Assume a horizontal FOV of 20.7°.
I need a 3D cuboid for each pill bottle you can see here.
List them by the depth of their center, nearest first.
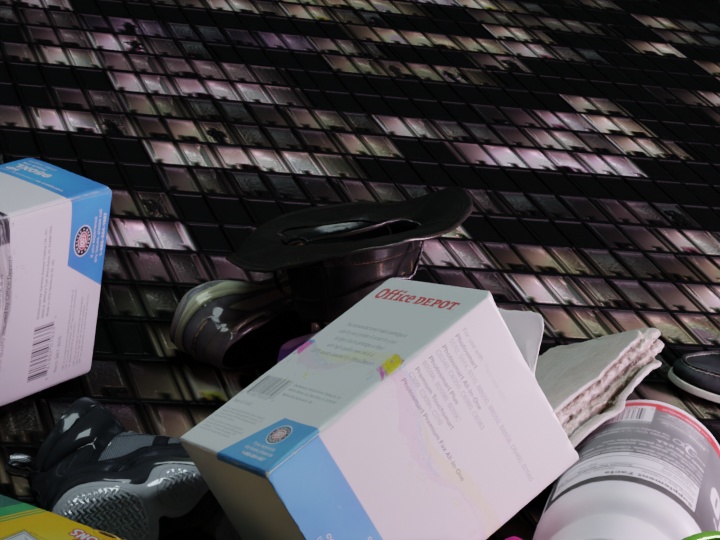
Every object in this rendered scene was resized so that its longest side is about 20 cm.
[{"bbox_3d":[0.170,0.170,1.253,0.114,0.114,0.200,15,22,10],"label":"pill bottle"}]

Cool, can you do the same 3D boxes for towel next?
[{"bbox_3d":[0.110,0.106,1.328,0.200,0.035,0.132,-36,8,-29],"label":"towel"}]

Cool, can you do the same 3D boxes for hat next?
[{"bbox_3d":[0.000,0.000,1.474,0.200,0.081,0.201,-12,12,3],"label":"hat"}]

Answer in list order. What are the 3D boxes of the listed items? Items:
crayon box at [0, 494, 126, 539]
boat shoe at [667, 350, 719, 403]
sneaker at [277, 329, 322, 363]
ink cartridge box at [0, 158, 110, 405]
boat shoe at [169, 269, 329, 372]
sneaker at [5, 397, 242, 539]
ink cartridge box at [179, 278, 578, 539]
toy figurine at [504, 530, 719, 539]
[{"bbox_3d":[-0.170,0.194,1.098,0.199,0.058,0.119,18,22,15],"label":"crayon box"},{"bbox_3d":[0.355,0.077,1.637,0.199,0.066,0.075,8,22,-8],"label":"boat shoe"},{"bbox_3d":[0.017,0.070,1.487,0.200,0.081,0.088,-5,12,-39],"label":"sneaker"},{"bbox_3d":[-0.272,0.017,1.349,0.084,0.145,0.200,21,23,28],"label":"ink cartridge box"},{"bbox_3d":[-0.051,0.043,1.533,0.200,0.075,0.073,-14,44,-34],"label":"boat shoe"},{"bbox_3d":[-0.127,0.124,1.267,0.200,0.076,0.114,-9,31,-35],"label":"sneaker"},{"bbox_3d":[0.021,0.100,1.182,0.200,0.125,0.128,-37,20,-20],"label":"ink cartridge box"},{"bbox_3d":[0.108,0.226,1.088,0.184,0.200,0.150,7,-25,49],"label":"toy figurine"}]
